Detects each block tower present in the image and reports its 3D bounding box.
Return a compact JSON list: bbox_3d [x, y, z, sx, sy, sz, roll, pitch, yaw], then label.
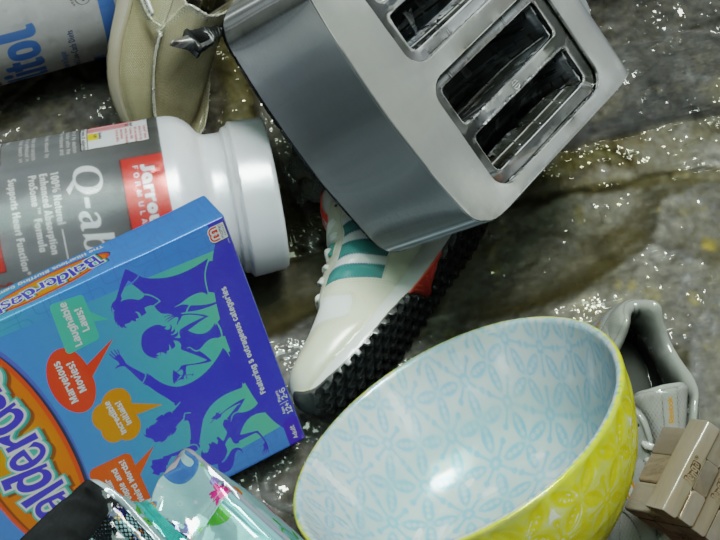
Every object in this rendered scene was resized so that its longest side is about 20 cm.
[{"bbox_3d":[0.234,0.153,0.742,0.199,0.058,0.054,35,76,-16],"label":"block tower"}]

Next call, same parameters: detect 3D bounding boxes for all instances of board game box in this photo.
[{"bbox_3d":[-0.146,0.070,0.773,0.198,0.154,0.045,-26,26,-13],"label":"board game box"}]

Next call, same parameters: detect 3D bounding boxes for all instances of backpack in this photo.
[{"bbox_3d":[-0.075,0.200,0.694,0.150,0.178,0.200,-40,75,-13],"label":"backpack"}]

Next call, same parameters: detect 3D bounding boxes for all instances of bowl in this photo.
[{"bbox_3d":[0.073,0.128,0.757,0.199,0.199,0.108,-38,113,-18],"label":"bowl"}]

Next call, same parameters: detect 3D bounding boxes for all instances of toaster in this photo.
[{"bbox_3d":[0.032,-0.127,0.788,0.200,0.118,0.182,-44,105,-26],"label":"toaster"}]

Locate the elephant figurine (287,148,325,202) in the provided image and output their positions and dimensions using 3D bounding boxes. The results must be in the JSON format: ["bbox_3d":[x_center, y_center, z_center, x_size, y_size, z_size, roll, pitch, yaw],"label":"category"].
[{"bbox_3d":[-0.012,-0.174,0.919,0.201,0.155,0.141,53,30,10],"label":"elephant figurine"}]

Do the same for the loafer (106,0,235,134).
[{"bbox_3d":[-0.113,-0.161,0.859,0.067,0.203,0.076,18,35,24],"label":"loafer"}]

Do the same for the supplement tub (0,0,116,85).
[{"bbox_3d":[-0.248,-0.188,0.901,0.197,0.132,0.133,-17,65,-9],"label":"supplement tub"}]

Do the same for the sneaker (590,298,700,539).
[{"bbox_3d":[0.166,0.111,0.784,0.075,0.092,0.202,-9,65,-16],"label":"sneaker"}]

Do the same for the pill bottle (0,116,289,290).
[{"bbox_3d":[-0.149,-0.030,0.835,0.197,0.116,0.117,-11,64,-7],"label":"pill bottle"}]

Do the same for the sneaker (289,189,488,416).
[{"bbox_3d":[0.000,-0.001,0.856,0.093,0.071,0.200,29,64,20],"label":"sneaker"}]
